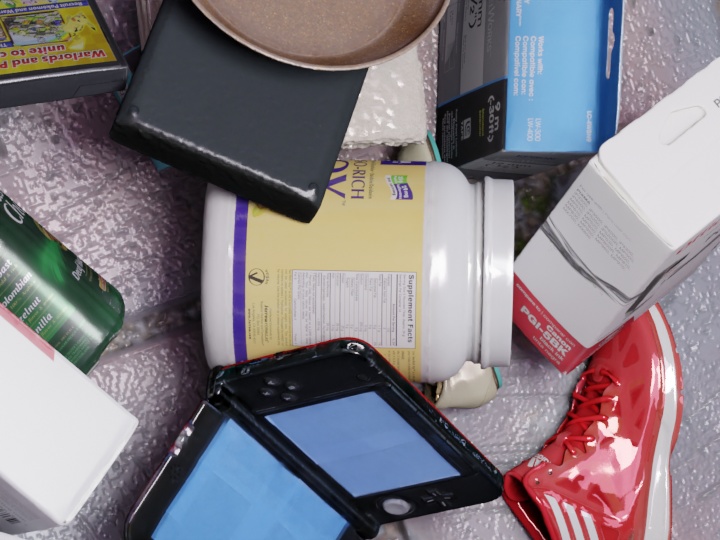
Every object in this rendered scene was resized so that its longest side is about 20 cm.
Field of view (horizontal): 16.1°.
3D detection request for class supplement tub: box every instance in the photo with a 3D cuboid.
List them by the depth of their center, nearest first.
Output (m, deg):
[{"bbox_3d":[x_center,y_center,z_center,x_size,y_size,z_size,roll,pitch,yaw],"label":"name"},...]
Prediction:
[{"bbox_3d":[0.000,0.000,1.669,0.198,0.145,0.147,1,84,2],"label":"supplement tub"}]

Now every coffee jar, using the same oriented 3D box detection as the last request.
[{"bbox_3d":[-0.246,-0.010,1.617,0.200,0.104,0.085,41,96,-15],"label":"coffee jar"}]

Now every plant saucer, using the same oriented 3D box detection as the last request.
[{"bbox_3d":[-0.037,-0.208,1.634,0.199,0.037,0.202,8,63,-15],"label":"plant saucer"}]

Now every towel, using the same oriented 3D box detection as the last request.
[{"bbox_3d":[-0.051,-0.143,1.699,0.199,0.034,0.134,-3,86,-22],"label":"towel"}]

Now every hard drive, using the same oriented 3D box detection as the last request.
[{"bbox_3d":[-0.064,-0.142,1.632,0.139,0.033,0.201,23,59,-7],"label":"hard drive"}]

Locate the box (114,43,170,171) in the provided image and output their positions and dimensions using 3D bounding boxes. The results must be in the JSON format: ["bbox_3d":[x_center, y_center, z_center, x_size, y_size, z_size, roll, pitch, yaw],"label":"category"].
[{"bbox_3d":[-0.071,-0.152,1.738,0.199,0.049,0.083,-32,96,-23],"label":"box"}]

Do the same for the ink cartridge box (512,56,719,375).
[{"bbox_3d":[0.191,-0.035,1.709,0.147,0.200,0.083,-36,79,-29],"label":"ink cartridge box"}]

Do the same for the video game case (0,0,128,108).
[{"bbox_3d":[-0.269,-0.166,1.610,0.199,0.026,0.181,-10,48,-23],"label":"video game case"}]

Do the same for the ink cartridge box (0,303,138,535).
[{"bbox_3d":[-0.243,0.089,1.560,0.145,0.200,0.084,41,67,-14],"label":"ink cartridge box"}]

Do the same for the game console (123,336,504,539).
[{"bbox_3d":[-0.026,0.153,1.654,0.200,0.171,0.119,45,41,-43],"label":"game console"}]

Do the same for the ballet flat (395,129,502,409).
[{"bbox_3d":[0.044,0.002,1.767,0.069,0.069,0.201,-17,91,-24],"label":"ballet flat"}]

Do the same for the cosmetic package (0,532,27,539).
[{"bbox_3d":[-0.220,0.190,1.553,0.199,0.151,0.052,16,80,0],"label":"cosmetic package"}]

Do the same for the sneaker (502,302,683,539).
[{"bbox_3d":[0.160,0.112,1.796,0.115,0.078,0.202,1,83,-24],"label":"sneaker"}]

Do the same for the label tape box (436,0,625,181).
[{"bbox_3d":[0.113,-0.144,1.734,0.066,0.200,0.144,5,83,-16],"label":"label tape box"}]
